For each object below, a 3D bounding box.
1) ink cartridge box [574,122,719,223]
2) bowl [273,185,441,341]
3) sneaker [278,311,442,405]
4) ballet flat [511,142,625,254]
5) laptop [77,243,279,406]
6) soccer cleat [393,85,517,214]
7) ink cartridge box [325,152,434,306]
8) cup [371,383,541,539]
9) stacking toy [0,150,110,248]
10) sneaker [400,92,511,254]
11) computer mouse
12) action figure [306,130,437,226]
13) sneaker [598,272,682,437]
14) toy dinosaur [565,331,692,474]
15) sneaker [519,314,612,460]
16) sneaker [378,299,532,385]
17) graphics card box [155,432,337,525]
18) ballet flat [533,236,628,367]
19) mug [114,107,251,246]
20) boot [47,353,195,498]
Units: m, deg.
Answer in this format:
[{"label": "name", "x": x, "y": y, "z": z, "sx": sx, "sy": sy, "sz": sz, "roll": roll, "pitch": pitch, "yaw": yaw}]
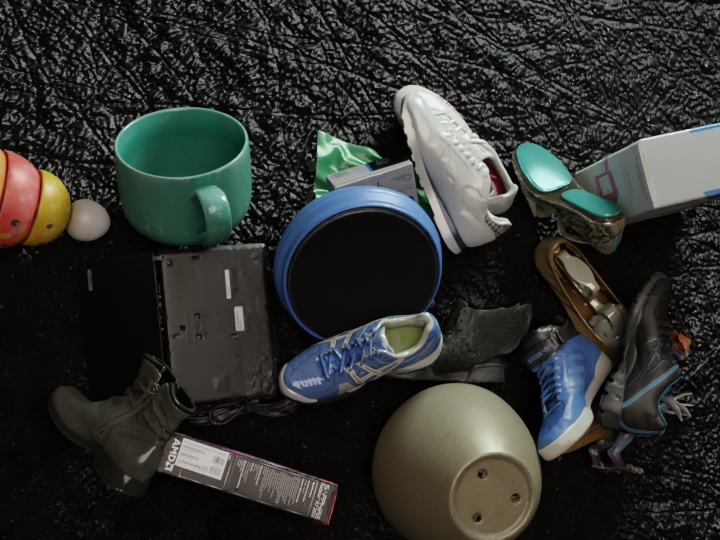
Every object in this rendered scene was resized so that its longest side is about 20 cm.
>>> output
[{"label": "ink cartridge box", "x": 0.367, "y": -0.112, "z": 1.478, "sx": 0.144, "sy": 0.200, "sz": 0.085, "roll": -13, "pitch": 87, "yaw": -13}, {"label": "bowl", "x": 0.000, "y": 0.000, "z": 1.406, "sx": 0.200, "sy": 0.039, "sz": 0.201, "roll": -6, "pitch": 120, "yaw": -10}, {"label": "sneaker", "x": 0.000, "y": 0.091, "z": 1.379, "sx": 0.199, "sy": 0.077, "sz": 0.076, "roll": -21, "pitch": 67, "yaw": -12}, {"label": "ballet flat", "x": 0.248, "y": -0.081, "z": 1.494, "sx": 0.068, "sy": 0.076, "sz": 0.200, "roll": -18, "pitch": 40, "yaw": -25}, {"label": "laptop", "x": -0.208, "y": 0.067, "z": 1.388, "sx": 0.199, "sy": 0.103, "sz": 0.178, "roll": -5, "pitch": 88, "yaw": -22}, {"label": "soccer cleat", "x": 0.122, "y": -0.156, "z": 1.491, "sx": 0.070, "sy": 0.086, "sz": 0.200, "roll": -42, "pitch": 90, "yaw": -15}, {"label": "ink cartridge box", "x": 0.025, "y": -0.034, "z": 1.444, "sx": 0.099, "sy": 0.039, "sz": 0.201, "roll": -18, "pitch": 121, "yaw": -12}, {"label": "cup", "x": 0.126, "y": 0.238, "z": 1.377, "sx": 0.199, "sy": 0.143, "sz": 0.201, "roll": -1, "pitch": 94, "yaw": -14}, {"label": "stacking toy", "x": -0.378, "y": -0.075, "z": 1.370, "sx": 0.199, "sy": 0.146, "sz": 0.147, "roll": 11, "pitch": 78, "yaw": -25}, {"label": "sneaker", "x": 0.107, "y": -0.122, "z": 1.434, "sx": 0.080, "sy": 0.076, "sz": 0.201, "roll": -22, "pitch": 105, "yaw": 12}, {"label": "computer mouse", "x": -0.149, "y": 0.075, "z": 1.419, "sx": 0.138, "sy": 0.053, "sz": 0.201, "roll": -8, "pitch": 89, "yaw": -1}, {"label": "action figure", "x": 0.035, "y": -0.094, "z": 1.481, "sx": 0.199, "sy": 0.055, "sz": 0.119, "roll": 9, "pitch": 78, "yaw": -17}, {"label": "sneaker", "x": 0.344, "y": 0.102, "z": 1.442, "sx": 0.082, "sy": 0.073, "sz": 0.201, "roll": 15, "pitch": 78, "yaw": 15}, {"label": "toy dinosaur", "x": 0.329, "y": 0.154, "z": 1.475, "sx": 0.199, "sy": 0.105, "sz": 0.182, "roll": 14, "pitch": 77, "yaw": -8}, {"label": "sneaker", "x": 0.225, "y": 0.130, "z": 1.436, "sx": 0.111, "sy": 0.077, "sz": 0.200, "roll": 45, "pitch": 42, "yaw": -5}, {"label": "sneaker", "x": 0.111, "y": 0.084, "z": 1.467, "sx": 0.199, "sy": 0.060, "sz": 0.105, "roll": 4, "pitch": 81, "yaw": -16}, {"label": "graphics card box", "x": -0.132, "y": 0.229, "z": 1.357, "sx": 0.199, "sy": 0.125, "sz": 0.051, "roll": 18, "pitch": 81, "yaw": -8}, {"label": "ballet flat", "x": 0.287, "y": 0.042, "z": 1.505, "sx": 0.069, "sy": 0.063, "sz": 0.200, "roll": -41, "pitch": 91, "yaw": -14}, {"label": "mug", "x": -0.201, "y": -0.089, "z": 1.372, "sx": 0.151, "sy": 0.115, "sz": 0.185, "roll": 5, "pitch": 38, "yaw": 6}, {"label": "boot", "x": -0.253, "y": 0.145, "z": 1.316, "sx": 0.068, "sy": 0.200, "sz": 0.131, "roll": 29, "pitch": 94, "yaw": -46}]
